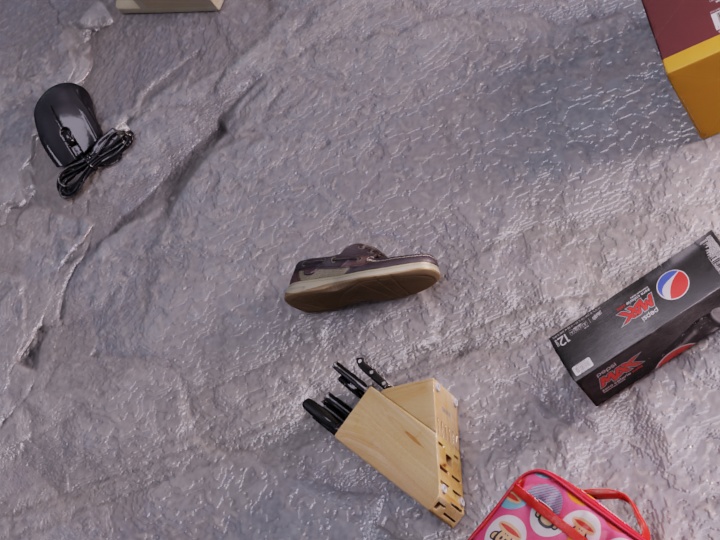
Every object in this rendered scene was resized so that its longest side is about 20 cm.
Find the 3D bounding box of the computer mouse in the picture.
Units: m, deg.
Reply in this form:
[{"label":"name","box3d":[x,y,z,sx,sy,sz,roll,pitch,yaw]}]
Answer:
[{"label":"computer mouse","box3d":[-0.414,-0.208,2.044,0.138,0.053,0.200,-41,50,6]}]

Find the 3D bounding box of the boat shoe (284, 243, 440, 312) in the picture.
[{"label":"boat shoe","box3d":[0.000,0.000,1.663,0.200,0.072,0.065,-13,62,32]}]

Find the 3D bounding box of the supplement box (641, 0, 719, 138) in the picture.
[{"label":"supplement box","box3d":[0.412,-0.288,1.538,0.197,0.133,0.200,-23,54,19]}]

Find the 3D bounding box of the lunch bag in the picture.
[{"label":"lunch bag","box3d":[0.206,0.288,1.370,0.200,0.082,0.176,34,80,38]}]

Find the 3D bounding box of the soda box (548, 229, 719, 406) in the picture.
[{"label":"soda box","box3d":[0.297,0.050,1.452,0.200,0.071,0.063,-34,50,10]}]

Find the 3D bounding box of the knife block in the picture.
[{"label":"knife block","box3d":[0.017,0.188,1.548,0.175,0.064,0.200,-17,56,23]}]

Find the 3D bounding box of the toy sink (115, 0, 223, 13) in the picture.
[{"label":"toy sink","box3d":[-0.287,-0.459,2.074,0.200,0.112,0.130,6,67,34]}]
